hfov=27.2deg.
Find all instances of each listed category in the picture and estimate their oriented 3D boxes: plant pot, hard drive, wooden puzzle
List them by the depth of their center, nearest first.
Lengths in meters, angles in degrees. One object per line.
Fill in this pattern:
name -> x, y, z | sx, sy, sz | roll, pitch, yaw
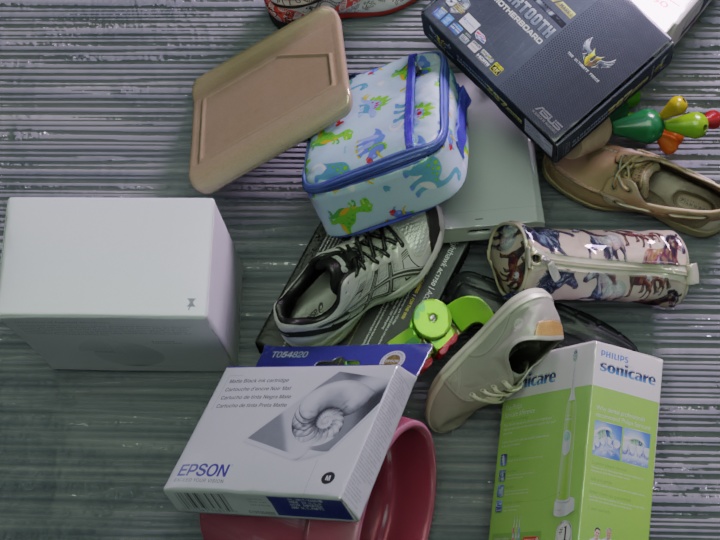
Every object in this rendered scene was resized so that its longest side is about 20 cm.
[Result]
plant pot -> -0.045, 0.221, 1.392 | 0.177, 0.200, 0.202 | 11, 74, 22
wooden puzzle -> -0.091, -0.173, 1.515 | 0.184, 0.037, 0.201 | -28, 35, 13
hard drive -> 0.113, -0.119, 1.524 | 0.130, 0.026, 0.202 | -5, 56, 2

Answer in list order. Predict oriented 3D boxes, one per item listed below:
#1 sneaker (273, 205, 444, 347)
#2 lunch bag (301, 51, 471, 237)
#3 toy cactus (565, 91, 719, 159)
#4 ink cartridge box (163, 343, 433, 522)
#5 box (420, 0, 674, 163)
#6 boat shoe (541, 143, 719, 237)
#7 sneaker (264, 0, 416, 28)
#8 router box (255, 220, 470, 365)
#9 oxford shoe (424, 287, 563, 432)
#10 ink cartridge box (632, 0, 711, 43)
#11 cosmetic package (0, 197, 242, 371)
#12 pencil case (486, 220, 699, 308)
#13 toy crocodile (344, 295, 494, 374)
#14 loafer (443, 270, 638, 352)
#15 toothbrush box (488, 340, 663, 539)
sneaker -> 0.000, 0.000, 1.424 | 0.200, 0.088, 0.076 | -45, 67, 0
lunch bag -> 0.028, -0.129, 1.450 | 0.159, 0.083, 0.201 | -16, 33, 17
toy cactus -> 0.251, -0.162, 1.500 | 0.199, 0.103, 0.165 | 27, 38, 22
ink cartridge box -> -0.054, 0.129, 1.328 | 0.198, 0.041, 0.201 | -4, 44, 33
box -> 0.180, -0.228, 1.446 | 0.157, 0.051, 0.200 | -40, 72, -8
boat shoe -> 0.283, -0.095, 1.516 | 0.198, 0.065, 0.072 | 17, 76, 8
sneaker -> -0.008, -0.318, 1.578 | 0.199, 0.108, 0.068 | -16, 73, -1
router box -> 0.004, 0.025, 1.507 | 0.148, 0.051, 0.201 | 27, 77, 9
oxford shoe -> 0.125, 0.099, 1.417 | 0.075, 0.200, 0.058 | 0, 50, -40
ink cartridge box -> 0.301, -0.299, 1.546 | 0.117, 0.068, 0.200 | 36, 61, 13
cosmetic package -> -0.227, 0.016, 1.448 | 0.197, 0.200, 0.124 | 1, 74, 3
pencil case -> 0.228, -0.005, 1.452 | 0.198, 0.089, 0.079 | 3, 103, -19
toy crocodile -> 0.040, 0.084, 1.429 | 0.199, 0.068, 0.062 | -33, 80, -10
loafer -> 0.177, 0.062, 1.482 | 0.199, 0.068, 0.071 | 20, 94, 7
toothbrush box -> 0.199, 0.180, 1.391 | 0.085, 0.145, 0.202 | 14, 72, -26
